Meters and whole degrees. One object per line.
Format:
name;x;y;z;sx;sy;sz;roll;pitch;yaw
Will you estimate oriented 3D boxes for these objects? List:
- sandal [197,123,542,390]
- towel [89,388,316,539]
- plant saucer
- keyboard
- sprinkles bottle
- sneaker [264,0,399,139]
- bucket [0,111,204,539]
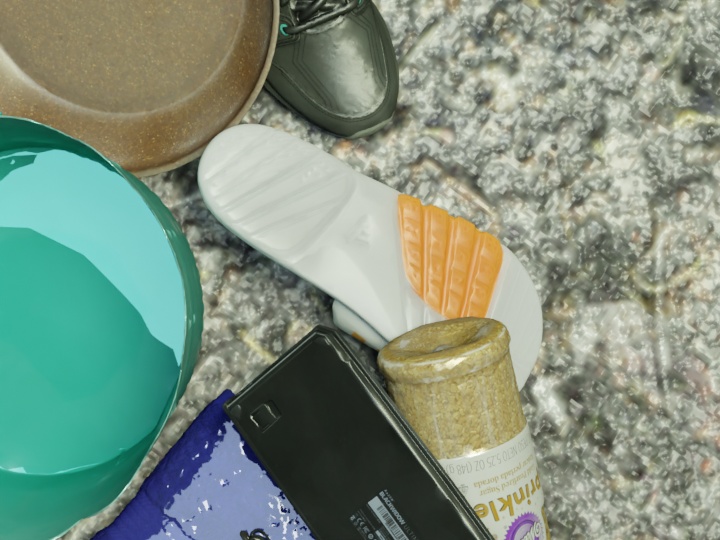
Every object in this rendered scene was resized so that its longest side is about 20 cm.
sandal;0.004;-0.007;1.103;0.206;0.059;0.079;34;74;-12
towel;-0.079;0.181;1.098;0.148;0.050;0.200;42;84;5
plant saucer;-0.133;-0.147;1.090;0.199;0.037;0.202;5;115;11
keyboard;0.002;0.137;1.046;0.127;0.021;0.200;-39;83;26
sprinkles bottle;0.061;0.127;1.064;0.068;0.068;0.201;-14;104;-2
sneaker;-0.041;-0.160;1.105;0.075;0.079;0.201;-28;89;-4
bucket;-0.172;0.026;1.048;0.206;0.135;0.209;0;93;3
